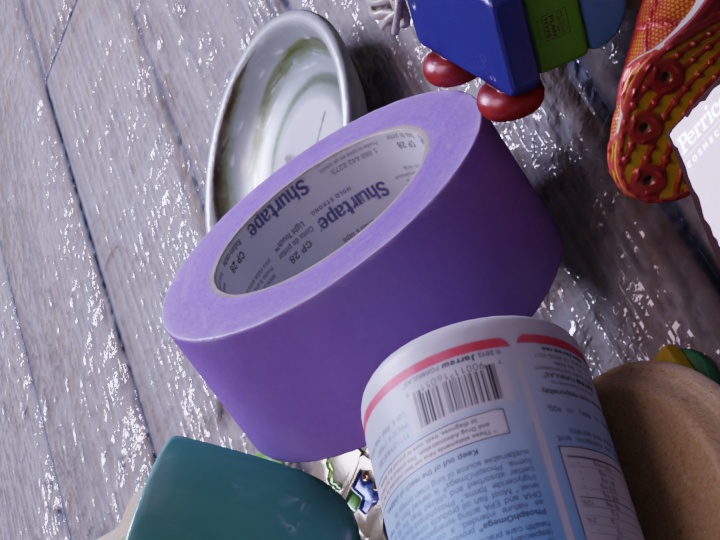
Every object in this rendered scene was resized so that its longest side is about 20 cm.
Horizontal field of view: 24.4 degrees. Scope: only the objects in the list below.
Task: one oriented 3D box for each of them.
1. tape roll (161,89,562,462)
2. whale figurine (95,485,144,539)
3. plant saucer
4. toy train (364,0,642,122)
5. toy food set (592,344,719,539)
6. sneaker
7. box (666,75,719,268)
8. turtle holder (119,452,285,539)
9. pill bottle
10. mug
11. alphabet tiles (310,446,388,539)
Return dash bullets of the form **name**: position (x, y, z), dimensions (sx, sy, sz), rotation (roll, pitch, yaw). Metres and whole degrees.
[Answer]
- **tape roll**: position (0.000, 0.000, 0.869), dimensions (0.199, 0.085, 0.200), rotation (-31, 22, 14)
- **whale figurine**: position (-0.185, 0.262, 1.248), dimensions (0.201, 0.104, 0.159), rotation (-54, 33, -1)
- **plant saucer**: position (-0.039, -0.067, 1.096), dimensions (0.200, 0.050, 0.202), rotation (-19, 68, 57)
- **toy train**: position (0.075, -0.154, 0.868), dimensions (0.200, 0.115, 0.085), rotation (-136, 26, -62)
- **toy food set**: position (0.133, 0.139, 0.754), dimensions (0.199, 0.048, 0.201), rotation (-62, 35, 30)
- **sneaker**: position (0.163, -0.127, 0.765), dimensions (0.077, 0.072, 0.202), rotation (-115, 43, -76)
- **box**: position (0.202, -0.003, 0.647), dimensions (0.100, 0.074, 0.201), rotation (-52, 40, 41)
- **turtle holder**: position (-0.096, 0.219, 1.064), dimensions (0.142, 0.185, 0.131), rotation (59, 143, 1)
- **pill bottle**: position (0.069, 0.129, 0.710), dimensions (0.109, 0.108, 0.202), rotation (-50, 43, 42)
- **mug**: position (-0.064, 0.185, 0.824), dimensions (0.152, 0.113, 0.187), rotation (100, -175, -66)
- **alphabet tiles**: position (0.000, 0.178, 0.878), dimensions (0.166, 0.006, 0.202), rotation (34, 101, 52)
